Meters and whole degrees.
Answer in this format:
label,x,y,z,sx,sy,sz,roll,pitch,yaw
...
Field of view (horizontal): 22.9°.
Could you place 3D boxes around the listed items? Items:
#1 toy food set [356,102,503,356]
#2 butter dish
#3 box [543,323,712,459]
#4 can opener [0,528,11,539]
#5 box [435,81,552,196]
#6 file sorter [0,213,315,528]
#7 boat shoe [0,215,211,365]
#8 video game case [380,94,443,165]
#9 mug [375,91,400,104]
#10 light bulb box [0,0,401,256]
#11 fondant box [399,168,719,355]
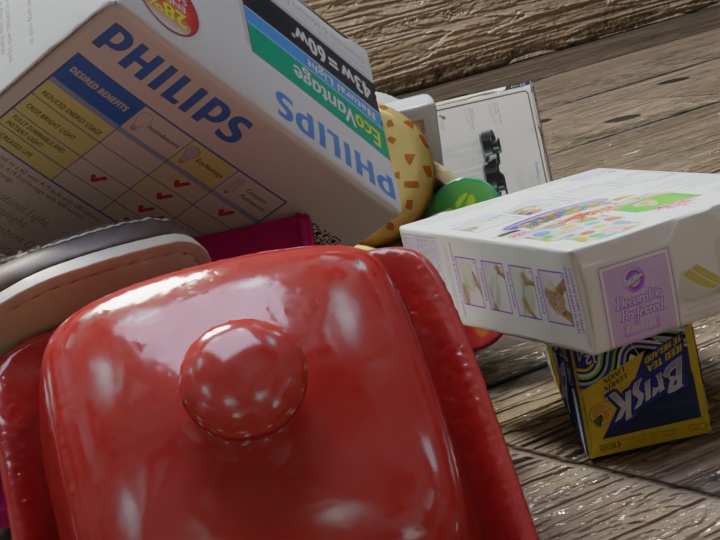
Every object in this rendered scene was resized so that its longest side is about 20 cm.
label,x,y,z,sx,sy,sz,roll,pitch,yaw
toy food set,0.000,0.000,1.136,0.200,0.198,0.049,-43,-22,-14
butter dish,-0.039,0.067,0.653,0.198,0.201,0.148,-14,-28,-6
box,0.143,0.044,1.004,0.069,0.065,0.200,-12,9,3
can opener,-0.178,0.124,1.018,0.052,0.067,0.200,-11,19,23
box,0.090,-0.113,1.802,0.198,0.118,0.060,-13,7,9
file sorter,-0.102,0.084,0.830,0.198,0.126,0.140,-12,45,2
boat shoe,-0.162,0.025,0.765,0.199,0.072,0.060,-28,49,-6
video game case,-0.032,-0.015,1.235,0.198,0.183,0.023,-15,30,-9
mug,-0.031,-0.114,1.944,0.174,0.149,0.200,-9,-23,-24
light bulb box,-0.121,-0.062,0.870,0.199,0.198,0.125,-34,44,24
fondant box,0.129,-0.010,0.972,0.143,0.059,0.200,-17,10,-22
